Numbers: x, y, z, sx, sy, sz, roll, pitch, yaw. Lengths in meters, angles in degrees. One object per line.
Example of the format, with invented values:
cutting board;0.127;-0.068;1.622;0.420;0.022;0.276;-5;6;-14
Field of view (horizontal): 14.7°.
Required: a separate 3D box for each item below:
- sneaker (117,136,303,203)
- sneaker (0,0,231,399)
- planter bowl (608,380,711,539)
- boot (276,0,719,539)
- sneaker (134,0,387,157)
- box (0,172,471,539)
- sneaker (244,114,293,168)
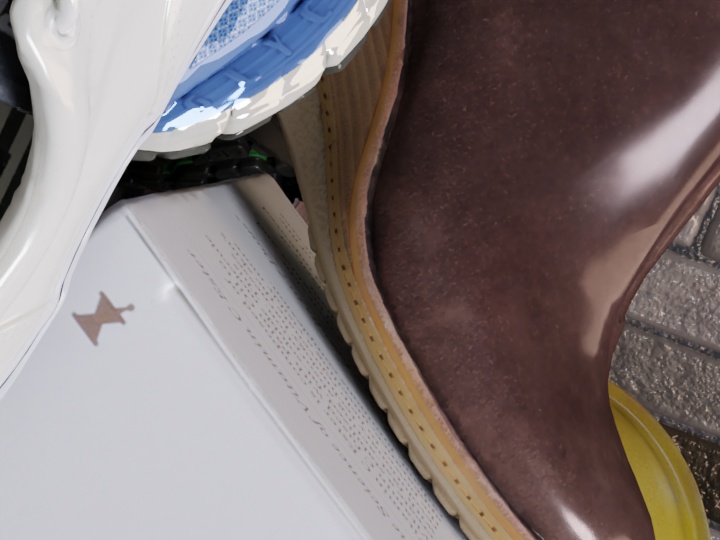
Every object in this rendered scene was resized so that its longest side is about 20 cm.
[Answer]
sneaker;-0.028;-0.064;0.834;0.200;0.078;0.085;-41;133;-81
sneaker;-0.051;-0.057;0.474;0.071;0.073;0.201;-59;170;-83
planter bowl;-0.004;0.091;0.821;0.083;0.200;0.201;46;59;-45
boot;0.068;-0.038;0.625;0.166;0.200;0.072;-27;164;12
sneaker;-0.021;-0.113;0.586;0.200;0.078;0.089;-57;138;-14
box;-0.031;0.070;0.628;0.106;0.152;0.200;-37;178;8
sneaker;0.004;-0.107;0.743;0.088;0.074;0.200;-33;-155;31
